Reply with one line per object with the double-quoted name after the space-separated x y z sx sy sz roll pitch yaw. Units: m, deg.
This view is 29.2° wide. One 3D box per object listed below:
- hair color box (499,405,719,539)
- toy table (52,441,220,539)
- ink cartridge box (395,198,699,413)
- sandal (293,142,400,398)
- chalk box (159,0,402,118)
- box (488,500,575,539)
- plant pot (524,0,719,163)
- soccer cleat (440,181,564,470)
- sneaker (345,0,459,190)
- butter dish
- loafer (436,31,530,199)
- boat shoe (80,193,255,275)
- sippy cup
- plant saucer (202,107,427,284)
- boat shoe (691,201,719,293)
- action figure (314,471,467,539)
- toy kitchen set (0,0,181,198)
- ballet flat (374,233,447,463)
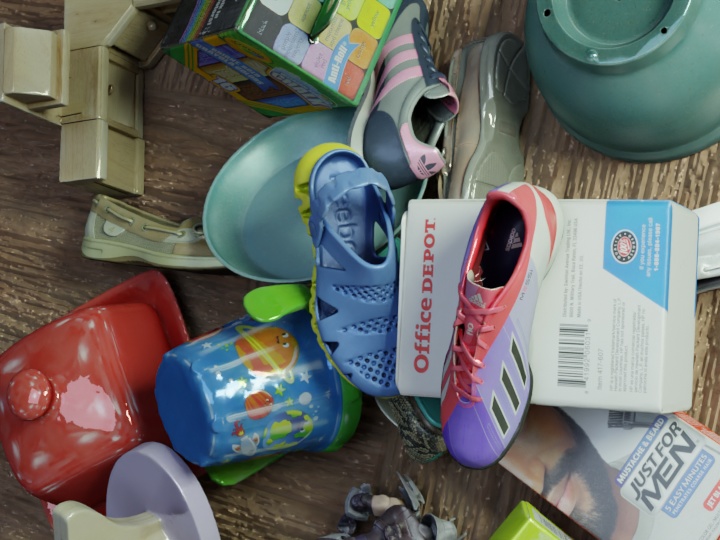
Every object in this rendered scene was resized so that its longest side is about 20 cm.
0.192 0.140 1.038 0.200 0.064 0.111 35 97 28 "hair color box"
-0.193 0.250 1.122 0.184 0.117 0.200 8 115 40 "toy table"
0.134 0.024 0.999 0.200 0.084 0.146 2 88 28 "ink cartridge box"
0.000 0.000 1.034 0.079 0.087 0.200 -17 93 -16 "sandal"
-0.052 -0.210 1.126 0.200 0.124 0.125 6 70 58 "chalk box"
0.107 0.287 1.036 0.122 0.048 0.200 38 98 -4 "box"
0.209 -0.194 1.049 0.200 0.134 0.200 -4 79 24 "plant pot"
0.086 0.037 0.934 0.068 0.073 0.200 16 94 27 "soccer cleat"
0.048 -0.151 1.133 0.082 0.070 0.200 -6 58 27 "sneaker"
-0.250 0.114 1.207 0.200 0.148 0.200 -28 71 19 "butter dish"
0.094 -0.096 1.131 0.063 0.072 0.200 -3 73 43 "loafer"
-0.165 -0.032 1.236 0.201 0.073 0.063 6 88 34 "boat shoe"
-0.089 0.096 1.114 0.140 0.130 0.178 7 109 54 "sippy cup"
-0.034 -0.058 1.160 0.200 0.036 0.200 -12 48 13 "plant saucer"
0.221 0.009 1.049 0.200 0.072 0.069 -20 72 12 "boat shoe"
-0.011 0.229 1.092 0.200 0.069 0.130 -12 38 -11 "action figure"
-0.200 -0.185 1.227 0.180 0.163 0.200 -5 79 25 "toy kitchen set"
0.027 0.067 1.127 0.075 0.068 0.200 -52 47 45 "ballet flat"
